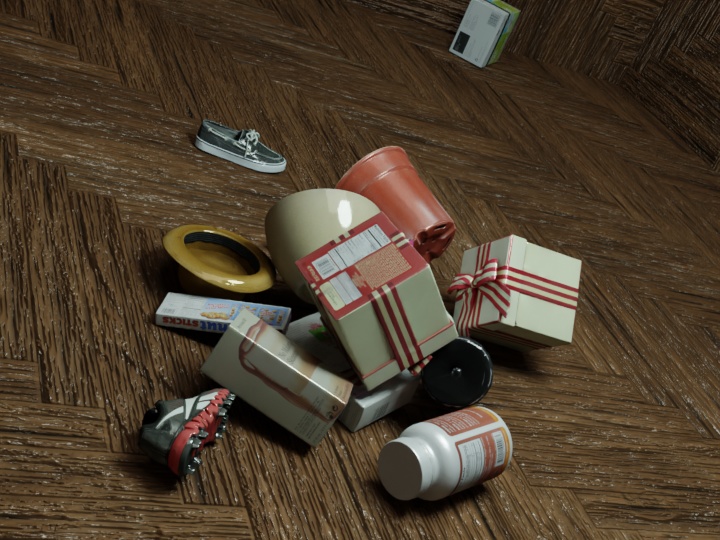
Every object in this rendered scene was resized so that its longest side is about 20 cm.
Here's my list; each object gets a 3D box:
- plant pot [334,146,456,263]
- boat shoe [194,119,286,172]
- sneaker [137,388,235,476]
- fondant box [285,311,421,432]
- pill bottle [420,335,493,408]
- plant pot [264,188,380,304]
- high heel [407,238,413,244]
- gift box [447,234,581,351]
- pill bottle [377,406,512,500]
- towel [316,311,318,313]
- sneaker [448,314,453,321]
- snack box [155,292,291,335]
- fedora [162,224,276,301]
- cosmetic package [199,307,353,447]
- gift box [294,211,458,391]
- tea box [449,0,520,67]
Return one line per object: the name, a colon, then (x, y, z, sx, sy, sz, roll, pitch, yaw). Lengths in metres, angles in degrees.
plant pot: (0.073, -0.108, 2.111, 0.201, 0.201, 0.195, -10, 50, -48)
boat shoe: (-0.245, -0.266, 2.244, 0.199, 0.068, 0.074, 20, 28, -11)
sneaker: (-0.233, 0.200, 1.419, 0.098, 0.071, 0.200, 18, 19, 8)
fondant box: (-0.025, 0.150, 1.682, 0.200, 0.058, 0.144, 41, 38, 26)
pill bottle: (0.155, 0.161, 1.705, 0.112, 0.112, 0.200, 29, -1, 8)
plant pot: (-0.059, -0.022, 1.753, 0.200, 0.200, 0.135, 13, 54, -23)
high heel: (0.062, 0.028, 1.895, 0.096, 0.067, 0.200, 47, 52, -11)
gift box: (0.276, 0.055, 1.936, 0.186, 0.184, 0.200, 18, 68, -22)
pill bottle: (0.121, 0.269, 1.548, 0.200, 0.112, 0.112, -7, 41, -46)
towel: (0.015, 0.115, 1.835, 0.200, 0.022, 0.147, 27, 26, 4)
sneaker: (0.123, 0.087, 1.944, 0.093, 0.070, 0.200, 51, 1, -25)
snack box: (-0.211, 0.071, 1.656, 0.199, 0.024, 0.072, 7, 26, 4)
fedora: (-0.239, 0.001, 1.759, 0.200, 0.082, 0.201, 18, 26, -9)
cosmetic package: (-0.118, 0.152, 1.533, 0.200, 0.087, 0.103, 33, 15, -4)
gift box: (0.011, 0.055, 1.603, 0.200, 0.187, 0.185, -28, 42, -3)
tea box: (0.427, -0.822, 3.653, 0.133, 0.200, 0.197, 31, 28, 13)
